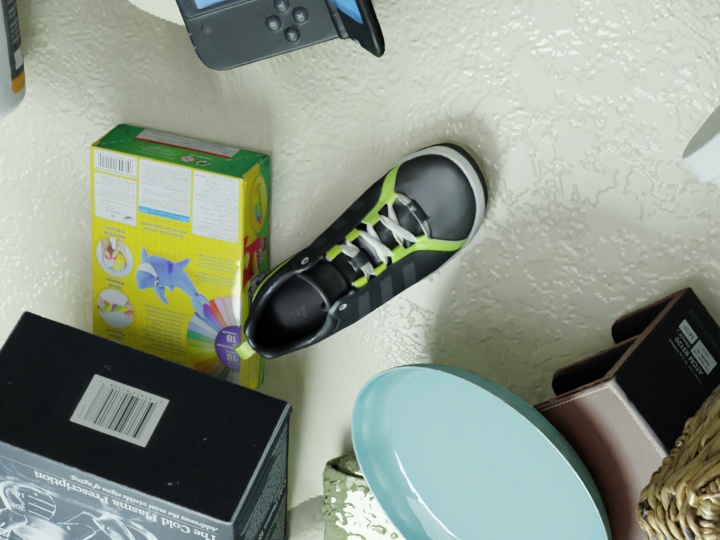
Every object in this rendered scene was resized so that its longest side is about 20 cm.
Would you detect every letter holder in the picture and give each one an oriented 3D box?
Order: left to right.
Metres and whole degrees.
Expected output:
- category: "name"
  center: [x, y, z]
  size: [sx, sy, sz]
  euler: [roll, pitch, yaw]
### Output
- category: "letter holder"
  center: [0.194, 0.135, 1.278]
  size: [0.201, 0.101, 0.142]
  euler: [53, 142, -7]

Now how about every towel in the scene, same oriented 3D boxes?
- category: "towel"
  center: [0.063, 0.210, 1.406]
  size: [0.198, 0.037, 0.150]
  euler: [14, 119, 16]

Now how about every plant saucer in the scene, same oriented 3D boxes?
- category: "plant saucer"
  center: [0.080, 0.136, 1.290]
  size: [0.199, 0.027, 0.201]
  euler: [29, 141, 26]

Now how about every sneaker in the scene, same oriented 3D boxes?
- category: "sneaker"
  center: [0.000, 0.000, 1.301]
  size: [0.200, 0.083, 0.072]
  euler: [-40, 95, 26]

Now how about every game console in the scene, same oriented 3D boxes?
- category: "game console"
  center: [-0.074, -0.215, 1.217]
  size: [0.175, 0.116, 0.201]
  euler: [-12, 108, 27]

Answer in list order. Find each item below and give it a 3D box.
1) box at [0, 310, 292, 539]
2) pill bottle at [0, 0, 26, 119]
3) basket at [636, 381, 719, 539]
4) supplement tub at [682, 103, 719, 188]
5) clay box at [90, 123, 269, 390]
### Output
- category: "box"
  center: [-0.155, 0.148, 1.388]
  size: [0.198, 0.105, 0.183]
  euler: [18, 144, 12]
- category: "pill bottle"
  center: [-0.282, -0.197, 1.314]
  size: [0.115, 0.116, 0.202]
  euler: [6, 115, 20]
- category: "basket"
  center: [0.270, 0.160, 1.137]
  size: [0.200, 0.143, 0.149]
  euler: [47, 154, -11]
- category: "supplement tub"
  center: [0.291, -0.037, 1.132]
  size: [0.200, 0.140, 0.140]
  euler: [43, 122, -2]
- category: "clay box"
  center: [-0.122, 0.010, 1.383]
  size: [0.114, 0.048, 0.202]
  euler: [13, 120, 18]
